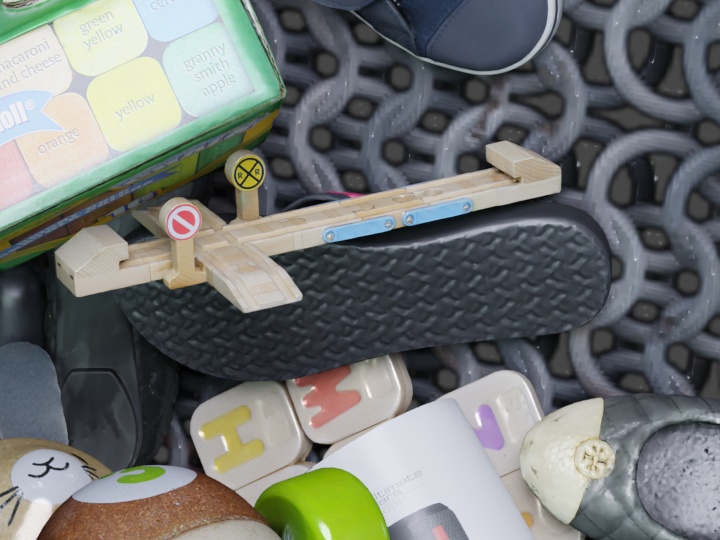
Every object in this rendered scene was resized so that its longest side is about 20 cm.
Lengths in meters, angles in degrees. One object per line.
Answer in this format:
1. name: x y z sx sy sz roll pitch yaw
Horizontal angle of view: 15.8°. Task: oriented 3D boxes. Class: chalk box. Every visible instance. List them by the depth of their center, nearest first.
1. chalk box: -0.106 -0.084 0.923 0.124 0.200 0.124 -25 90 -5

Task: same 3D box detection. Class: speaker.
1. speaker: 0.050 0.151 0.988 0.081 0.081 0.201 -35 76 27

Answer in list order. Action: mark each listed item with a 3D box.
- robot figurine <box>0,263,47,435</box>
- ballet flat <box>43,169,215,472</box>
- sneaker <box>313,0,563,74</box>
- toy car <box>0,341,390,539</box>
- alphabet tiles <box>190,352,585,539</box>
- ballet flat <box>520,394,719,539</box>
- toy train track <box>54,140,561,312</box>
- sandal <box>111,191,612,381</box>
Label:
1. robot figurine: -0.220 0.033 1.082 0.125 0.150 0.201 32 125 47
2. ballet flat: -0.098 -0.009 1.067 0.066 0.057 0.201 11 107 0
3. sneaker: -0.012 -0.141 0.966 0.200 0.079 0.078 42 116 -2
4. toy car: -0.117 0.100 0.977 0.200 0.164 0.158 48 137 32
5. alphabet tiles: 0.003 0.131 1.058 0.195 0.015 0.201 -25 79 22
6. ballet flat: 0.160 0.086 0.990 0.199 0.057 0.067 12 81 8
7. toy train track: -0.017 -0.028 0.968 0.199 0.115 0.033 -12 113 -23
8. sandal: 0.000 0.000 1.033 0.199 0.045 0.075 -4 125 2
